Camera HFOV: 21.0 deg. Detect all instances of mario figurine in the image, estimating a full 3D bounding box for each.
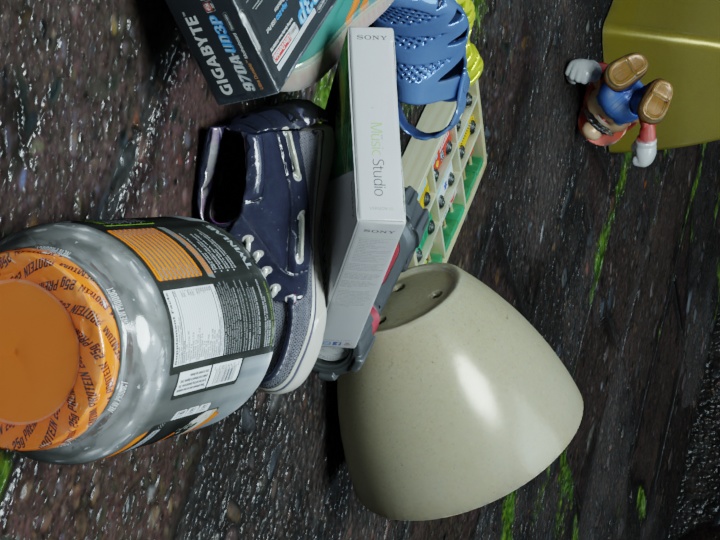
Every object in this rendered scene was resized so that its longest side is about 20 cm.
[{"bbox_3d":[0.285,-0.177,2.182,0.200,0.105,0.124,127,-46,-83],"label":"mario figurine"}]

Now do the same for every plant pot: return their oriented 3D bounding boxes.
[{"bbox_3d":[0.411,-0.271,2.403,0.201,0.175,0.201,79,27,-43],"label":"plant pot"}]

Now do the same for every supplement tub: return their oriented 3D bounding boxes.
[{"bbox_3d":[-0.132,0.034,1.016,0.200,0.122,0.124,-8,105,-70],"label":"supplement tub"}]

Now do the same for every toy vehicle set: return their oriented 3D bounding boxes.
[{"bbox_3d":[0.066,-0.075,1.703,0.125,0.026,0.201,79,27,-45],"label":"toy vehicle set"}]

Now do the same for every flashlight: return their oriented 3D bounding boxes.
[{"bbox_3d":[0.000,0.000,1.493,0.068,0.068,0.200,-64,180,40],"label":"flashlight"}]

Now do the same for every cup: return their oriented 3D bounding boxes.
[{"bbox_3d":[0.060,0.081,1.541,0.144,0.199,0.201,65,32,-24],"label":"cup"}]

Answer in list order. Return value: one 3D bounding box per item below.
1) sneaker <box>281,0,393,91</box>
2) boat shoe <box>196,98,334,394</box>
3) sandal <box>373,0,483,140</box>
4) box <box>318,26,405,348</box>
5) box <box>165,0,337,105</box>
[{"bbox_3d":[-0.020,-0.208,1.322,0.200,0.071,0.080,-61,157,-44],"label":"sneaker"},{"bbox_3d":[-0.072,-0.011,1.279,0.093,0.074,0.202,-13,109,-55],"label":"boat shoe"},{"bbox_3d":[0.051,-0.169,1.547,0.200,0.079,0.088,54,50,-62],"label":"sandal"},{"bbox_3d":[-0.006,-0.052,1.320,0.200,0.036,0.145,113,-23,-62],"label":"box"},{"bbox_3d":[-0.063,-0.222,1.163,0.160,0.046,0.201,64,35,-31],"label":"box"}]
